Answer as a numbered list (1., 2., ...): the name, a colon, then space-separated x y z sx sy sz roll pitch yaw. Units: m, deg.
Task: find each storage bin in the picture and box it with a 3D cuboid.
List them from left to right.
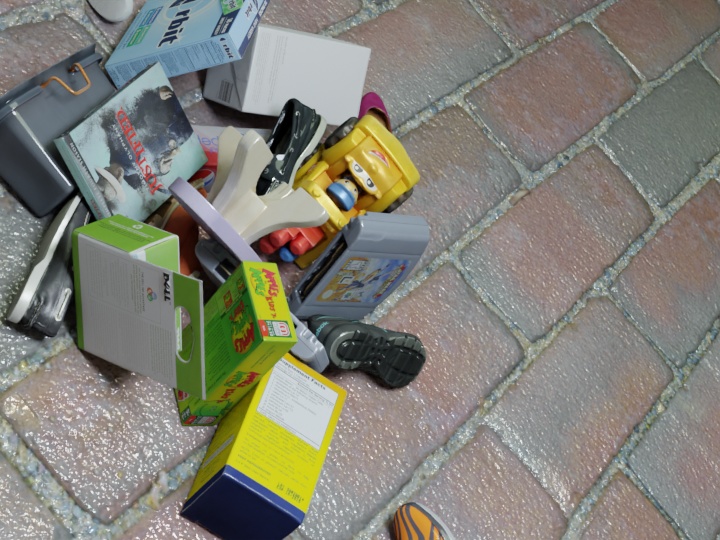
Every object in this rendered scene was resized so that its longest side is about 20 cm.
1. storage bin: -0.359 -0.169 1.541 0.135 0.145 0.200 51 41 -7

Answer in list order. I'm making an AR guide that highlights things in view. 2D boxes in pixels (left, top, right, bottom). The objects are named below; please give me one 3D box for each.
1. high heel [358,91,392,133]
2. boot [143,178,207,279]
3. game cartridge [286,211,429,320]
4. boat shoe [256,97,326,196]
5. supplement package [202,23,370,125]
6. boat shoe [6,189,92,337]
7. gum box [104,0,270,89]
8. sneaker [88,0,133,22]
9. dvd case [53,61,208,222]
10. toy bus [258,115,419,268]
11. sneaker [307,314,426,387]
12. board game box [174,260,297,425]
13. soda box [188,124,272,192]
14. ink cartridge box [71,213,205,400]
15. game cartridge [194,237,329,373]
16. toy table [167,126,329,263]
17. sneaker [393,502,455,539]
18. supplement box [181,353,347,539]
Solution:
1. high heel: 0.039 -0.216 1.927 0.067 0.096 0.202 18 48 -28
2. boot: -0.232 -0.038 1.595 0.108 0.075 0.201 55 33 -19
3. game cartridge: 0.000 0.000 1.645 0.132 0.200 0.042 6 49 -35
4. boat shoe: -0.117 -0.145 1.670 0.066 0.074 0.200 44 67 -30
5. supplement package: -0.105 -0.283 1.813 0.198 0.121 0.121 3 14 -37
6. boat shoe: -0.344 -0.010 1.466 0.060 0.074 0.201 31 44 -18
7. gum box: -0.231 -0.330 1.727 0.045 0.198 0.171 63 30 -35
8. sneaker: -0.356 -0.437 1.804 0.088 0.075 0.201 0 56 -53
9. dvd case: -0.273 -0.145 1.538 0.200 0.022 0.147 -49 123 -44
10. toy bus: -0.046 -0.089 1.683 0.136 0.199 0.192 51 46 -8
11. sneaker: 0.011 0.096 1.672 0.199 0.076 0.079 23 7 -46
12. board game box: -0.151 0.086 1.450 0.047 0.200 0.102 4 55 -37
13. soda box: -0.203 -0.150 1.701 0.198 0.063 0.071 -2 60 -41
14. ink cartridge box: -0.224 0.039 1.402 0.198 0.150 0.075 18 29 32
15. game cartridge: -0.121 0.049 1.561 0.200 0.133 0.040 43 84 13
16. toy table: -0.138 -0.082 1.527 0.184 0.200 0.117 43 83 14
17. sneaker: 0.067 0.375 1.496 0.111 0.078 0.202 -4 61 -42
18. supplement box: -0.108 0.208 1.460 0.108 0.110 0.201 34 43 -13
